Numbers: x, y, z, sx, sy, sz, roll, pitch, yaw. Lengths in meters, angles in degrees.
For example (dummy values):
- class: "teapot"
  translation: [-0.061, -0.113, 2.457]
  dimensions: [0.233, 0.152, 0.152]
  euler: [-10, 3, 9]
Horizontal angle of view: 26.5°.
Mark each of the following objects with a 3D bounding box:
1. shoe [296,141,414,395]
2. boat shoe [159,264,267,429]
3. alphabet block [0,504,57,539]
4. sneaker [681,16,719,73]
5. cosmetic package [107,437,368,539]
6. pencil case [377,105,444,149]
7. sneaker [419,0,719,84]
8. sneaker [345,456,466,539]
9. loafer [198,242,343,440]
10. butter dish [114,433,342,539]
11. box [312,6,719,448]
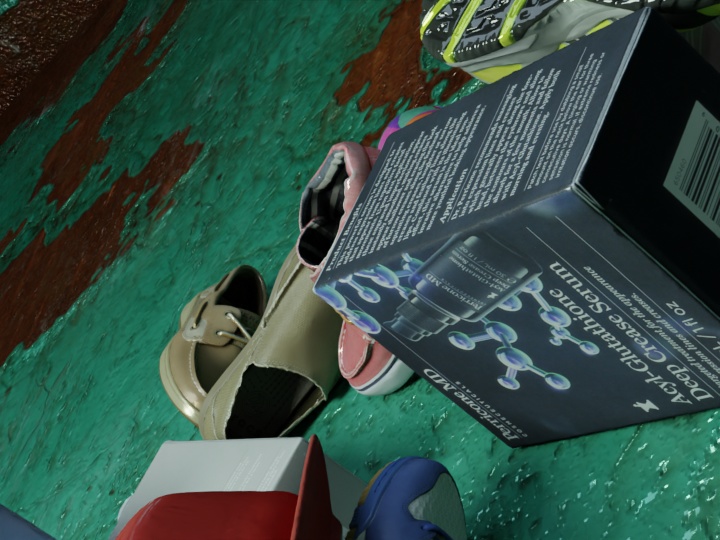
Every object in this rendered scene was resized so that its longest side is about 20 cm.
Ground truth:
- class: "shoe"
  translation: [0.000, 0.000, 0.908]
  dimensions: [0.201, 0.090, 0.072]
  euler: [114, 149, -43]
- class: "boat shoe"
  translation: [-0.104, 0.054, 1.158]
  dimensions: [0.065, 0.071, 0.200]
  euler: [-46, 21, 18]
- class: "alphabet block"
  translation: [-0.227, 0.265, 0.907]
  dimensions: [0.200, 0.196, 0.196]
  euler: [-19, 37, 55]
- class: "sneaker"
  translation: [0.175, -0.149, 0.749]
  dimensions: [0.088, 0.080, 0.201]
  euler: [-12, 86, 37]
- class: "cosmetic package"
  translation: [-0.074, 0.163, 0.908]
  dimensions: [0.107, 0.090, 0.200]
  euler: [-60, 19, -20]
- class: "pencil case"
  translation: [0.081, -0.061, 0.951]
  dimensions: [0.089, 0.088, 0.200]
  euler: [-55, 23, -7]
- class: "sneaker"
  translation: [0.125, -0.134, 0.706]
  dimensions: [0.199, 0.076, 0.076]
  euler: [-9, 70, 38]
- class: "sneaker"
  translation: [0.040, 0.168, 0.695]
  dimensions: [0.088, 0.075, 0.201]
  euler: [-27, 41, 34]
- class: "loafer"
  translation: [-0.037, 0.052, 1.029]
  dimensions: [0.201, 0.076, 0.067]
  euler: [-59, 21, 9]
- class: "butter dish"
  translation: [-0.090, 0.186, 0.697]
  dimensions: [0.200, 0.147, 0.201]
  euler: [-85, 3, -75]
- class: "box"
  translation: [0.101, -0.010, 0.728]
  dimensions: [0.200, 0.148, 0.107]
  euler: [-22, 36, 54]
